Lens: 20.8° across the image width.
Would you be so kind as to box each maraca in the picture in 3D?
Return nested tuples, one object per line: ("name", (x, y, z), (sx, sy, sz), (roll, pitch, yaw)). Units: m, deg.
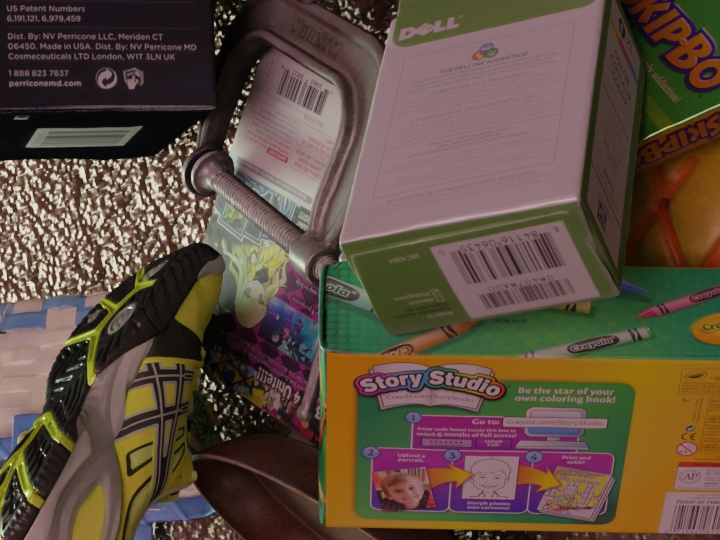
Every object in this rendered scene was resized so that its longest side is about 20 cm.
("maraca", (0.157, -0.015, 0.940), (0.200, 0.107, 0.137), (10, 113, 28))

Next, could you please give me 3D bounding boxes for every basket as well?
("basket", (-0.149, 0.120, 1.065), (0.139, 0.176, 0.200), (-3, 73, 13))

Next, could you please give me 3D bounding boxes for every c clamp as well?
("c clamp", (-0.042, -0.049, 0.969), (0.200, 0.027, 0.171), (47, 120, 52))

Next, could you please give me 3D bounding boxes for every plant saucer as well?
("plant saucer", (0.002, 0.143, 1.003), (0.200, 0.200, 0.034), (27, 69, 26))

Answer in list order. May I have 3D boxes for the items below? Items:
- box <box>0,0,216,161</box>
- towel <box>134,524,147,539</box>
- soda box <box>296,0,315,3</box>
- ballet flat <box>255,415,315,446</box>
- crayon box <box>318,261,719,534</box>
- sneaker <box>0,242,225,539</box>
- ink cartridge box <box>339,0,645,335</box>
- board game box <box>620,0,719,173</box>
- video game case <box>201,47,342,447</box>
("box", (-0.151, -0.168, 1.044), (0.117, 0.197, 0.200), (-2, 87, -15))
("towel", (-0.179, 0.196, 1.180), (0.144, 0.023, 0.200), (-28, 79, 24))
("soda box", (-0.047, -0.233, 0.945), (0.063, 0.070, 0.200), (-19, 111, 39))
("ballet flat", (0.014, 0.096, 1.045), (0.200, 0.065, 0.071), (-8, 92, 30))
("crayon box", (0.081, 0.059, 0.878), (0.200, 0.058, 0.119), (1, 133, 0))
("sneaker", (-0.114, 0.073, 0.974), (0.075, 0.076, 0.200), (-19, 36, 51))
("ink cartridge box", (0.063, -0.070, 0.852), (0.104, 0.059, 0.200), (-10, 43, 23))
("board game box", (0.098, -0.080, 0.904), (0.200, 0.030, 0.096), (-26, 53, 16))
("video game case", (0.000, 0.000, 1.000), (0.200, 0.036, 0.181), (29, 108, 38))
